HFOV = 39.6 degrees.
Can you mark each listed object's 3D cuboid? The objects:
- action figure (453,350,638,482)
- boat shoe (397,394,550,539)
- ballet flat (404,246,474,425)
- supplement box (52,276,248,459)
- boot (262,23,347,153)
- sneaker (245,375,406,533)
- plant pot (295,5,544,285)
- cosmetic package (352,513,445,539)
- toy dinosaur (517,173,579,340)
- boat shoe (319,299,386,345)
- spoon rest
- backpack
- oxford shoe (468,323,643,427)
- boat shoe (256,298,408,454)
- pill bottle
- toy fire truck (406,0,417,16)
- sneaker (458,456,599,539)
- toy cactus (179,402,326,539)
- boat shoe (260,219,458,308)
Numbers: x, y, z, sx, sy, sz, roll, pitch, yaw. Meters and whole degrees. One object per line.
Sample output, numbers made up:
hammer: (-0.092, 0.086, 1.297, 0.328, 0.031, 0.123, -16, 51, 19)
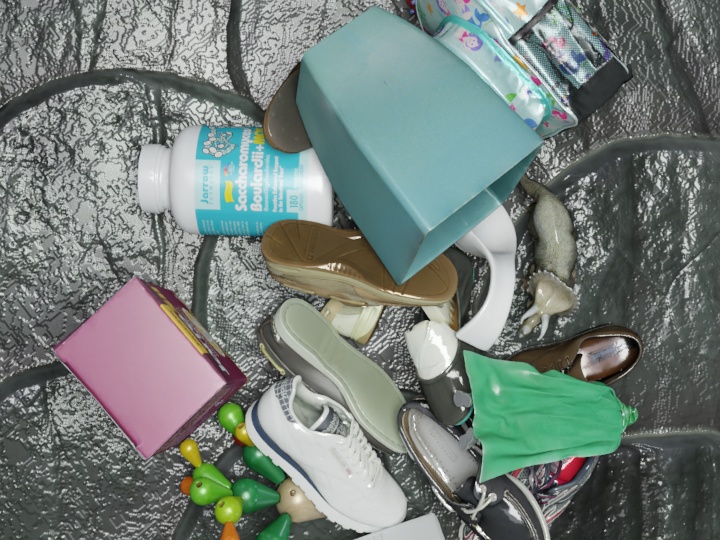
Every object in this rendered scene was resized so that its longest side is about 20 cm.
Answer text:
action figure: (0.184, 0.140, 0.951, 0.196, 0.055, 0.121, 4, 73, -24)
boat shoe: (0.108, 0.207, 0.981, 0.074, 0.060, 0.201, -42, 70, 19)
ballet flat: (0.076, 0.056, 1.001, 0.068, 0.067, 0.203, 35, 41, -33)
supplement box: (-0.194, 0.093, 0.966, 0.103, 0.200, 0.131, -41, 87, -4)
boot: (-0.053, -0.176, 1.017, 0.074, 0.075, 0.201, 55, 43, -22)
sneaker: (-0.021, 0.186, 0.997, 0.199, 0.077, 0.080, 40, 125, -15)
plant pot: (0.036, -0.124, 0.912, 0.140, 0.142, 0.201, -36, 79, -18)
cosmetic package: (0.000, 0.330, 0.996, 0.196, 0.074, 0.104, -17, 111, -4)
toy dinosaur: (0.198, -0.029, 1.030, 0.075, 0.102, 0.205, 4, 86, 0)
boat shoe: (0.020, -0.026, 1.046, 0.062, 0.073, 0.204, 23, 94, 5)
spoon rest: (0.124, -0.020, 1.009, 0.098, 0.061, 0.203, 24, 45, -26)
backpack: (0.136, -0.216, 0.959, 0.150, 0.177, 0.201, -37, 95, -7)
oxford shoe: (0.199, 0.108, 1.028, 0.197, 0.084, 0.074, -28, 87, -1)
boat shoe: (-0.024, 0.117, 1.037, 0.202, 0.072, 0.060, 47, 130, -8)
pill bottle: (-0.125, -0.091, 1.028, 0.195, 0.111, 0.113, 1, 85, 0)
toy fire truck: (0.092, -0.226, 1.073, 0.140, 0.049, 0.201, -36, 86, -4)
sneaker: (0.171, 0.227, 1.020, 0.080, 0.075, 0.201, 37, 86, 3)
toy cactus: (-0.098, 0.236, 1.003, 0.162, 0.103, 0.202, 10, 44, -30)
boat shoe: (0.000, 0.000, 0.987, 0.196, 0.065, 0.072, 14, 58, 11)
